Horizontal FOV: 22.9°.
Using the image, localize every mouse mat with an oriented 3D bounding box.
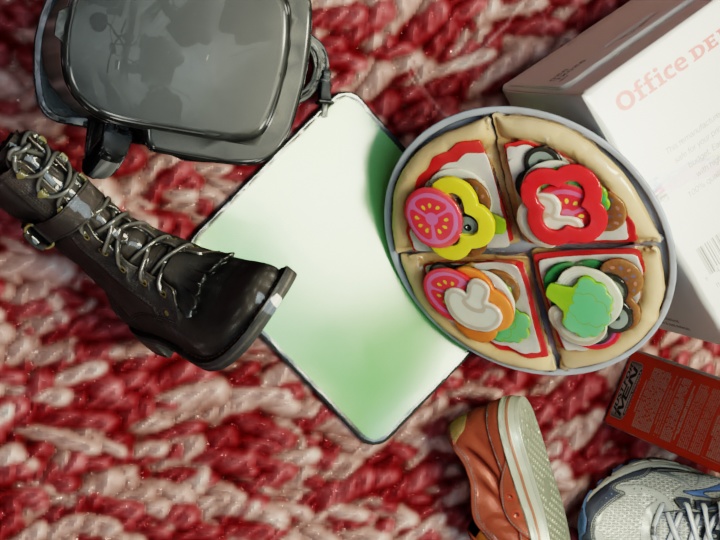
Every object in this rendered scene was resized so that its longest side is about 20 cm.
[{"bbox_3d":[0.000,0.000,1.203,0.161,0.008,0.200,-45,106,-8],"label":"mouse mat"}]

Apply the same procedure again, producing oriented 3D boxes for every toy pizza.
[{"bbox_3d":[0.104,-0.012,1.145,0.200,0.200,0.032,57,38,-15],"label":"toy pizza"}]

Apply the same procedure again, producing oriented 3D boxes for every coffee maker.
[{"bbox_3d":[-0.092,-0.132,1.055,0.192,0.200,0.135,-14,100,-14],"label":"coffee maker"}]

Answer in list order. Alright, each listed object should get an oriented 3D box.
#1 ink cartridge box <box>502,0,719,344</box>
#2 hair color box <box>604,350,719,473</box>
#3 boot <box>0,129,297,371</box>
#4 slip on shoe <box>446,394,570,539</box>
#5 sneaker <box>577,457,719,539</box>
[{"bbox_3d":[0.222,-0.078,1.190,0.147,0.145,0.200,-35,105,-11],"label":"ink cartridge box"},{"bbox_3d":[0.258,0.110,1.195,0.101,0.200,0.061,21,90,-18],"label":"hair color box"},{"bbox_3d":[-0.147,-0.019,1.063,0.174,0.200,0.069,44,64,-24],"label":"boot"},{"bbox_3d":[0.107,0.181,1.234,0.061,0.074,0.200,-10,109,19],"label":"slip on shoe"},{"bbox_3d":[0.254,0.178,1.262,0.200,0.085,0.077,0,96,-17],"label":"sneaker"}]
